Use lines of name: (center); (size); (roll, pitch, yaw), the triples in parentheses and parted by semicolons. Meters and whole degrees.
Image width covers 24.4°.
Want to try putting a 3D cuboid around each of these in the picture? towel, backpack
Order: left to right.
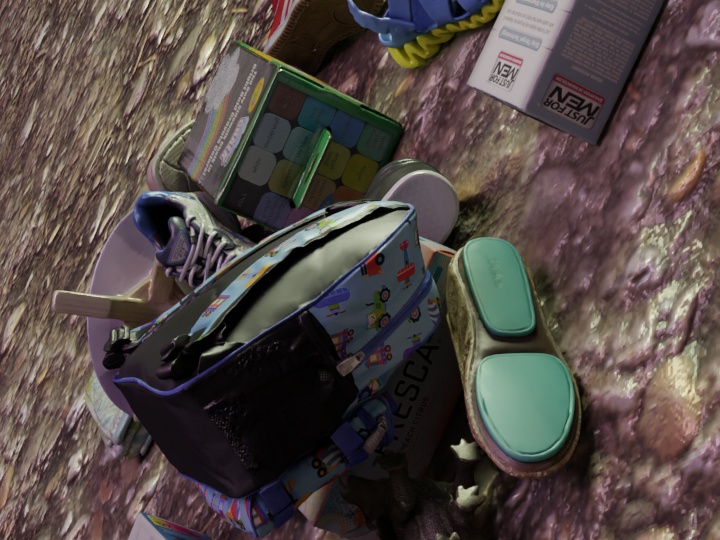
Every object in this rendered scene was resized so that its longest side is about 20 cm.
towel: (-0.215, 0.073, 1.665); (0.201, 0.048, 0.171); (-65, 24, 7)
backpack: (-0.036, 0.047, 1.020); (0.199, 0.135, 0.182); (-37, 13, -18)

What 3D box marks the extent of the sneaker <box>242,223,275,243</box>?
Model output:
sneaker: (-0.095, 0.064, 1.381); (0.070, 0.076, 0.201); (12, 69, 24)

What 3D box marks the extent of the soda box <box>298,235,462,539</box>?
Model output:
soda box: (0.023, 0.079, 1.111); (0.201, 0.063, 0.068); (-66, 23, 4)

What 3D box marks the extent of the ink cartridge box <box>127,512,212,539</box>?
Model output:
ink cartridge box: (-0.138, 0.283, 1.269); (0.138, 0.076, 0.200); (-69, 21, -1)

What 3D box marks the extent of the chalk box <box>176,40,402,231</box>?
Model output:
chalk box: (-0.054, -0.097, 1.366); (0.125, 0.123, 0.200); (-64, 24, 7)

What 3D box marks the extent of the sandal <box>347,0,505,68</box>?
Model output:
sandal: (0.056, -0.225, 1.282); (0.200, 0.087, 0.080); (-34, 38, 50)

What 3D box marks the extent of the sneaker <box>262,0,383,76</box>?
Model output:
sneaker: (-0.033, -0.264, 1.530); (0.200, 0.071, 0.113); (-35, 43, 56)

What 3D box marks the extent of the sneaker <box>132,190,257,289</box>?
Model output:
sneaker: (-0.118, -0.004, 1.316); (0.200, 0.085, 0.078); (36, 103, 42)

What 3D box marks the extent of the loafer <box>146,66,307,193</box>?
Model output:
loafer: (-0.120, -0.115, 1.508); (0.200, 0.072, 0.063); (-39, 10, -33)

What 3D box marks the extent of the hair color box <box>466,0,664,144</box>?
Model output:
hair color box: (0.151, -0.191, 1.071); (0.201, 0.060, 0.099); (-65, 23, 7)

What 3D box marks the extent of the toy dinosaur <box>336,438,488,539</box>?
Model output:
toy dinosaur: (0.048, 0.168, 0.980); (0.200, 0.076, 0.103); (-121, 22, -50)

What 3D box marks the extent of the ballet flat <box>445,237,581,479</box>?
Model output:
ballet flat: (0.089, 0.064, 0.998); (0.201, 0.070, 0.066); (-93, 8, -50)

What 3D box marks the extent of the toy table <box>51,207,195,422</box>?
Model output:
toy table: (-0.181, 0.035, 1.478); (0.117, 0.182, 0.202); (179, 87, -81)

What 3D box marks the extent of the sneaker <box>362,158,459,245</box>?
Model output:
sneaker: (0.000, 0.000, 1.196); (0.200, 0.071, 0.099); (-48, 7, 16)
